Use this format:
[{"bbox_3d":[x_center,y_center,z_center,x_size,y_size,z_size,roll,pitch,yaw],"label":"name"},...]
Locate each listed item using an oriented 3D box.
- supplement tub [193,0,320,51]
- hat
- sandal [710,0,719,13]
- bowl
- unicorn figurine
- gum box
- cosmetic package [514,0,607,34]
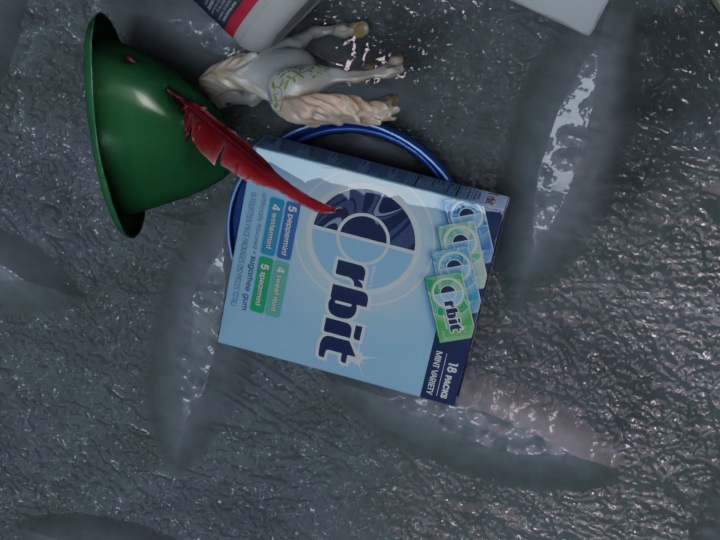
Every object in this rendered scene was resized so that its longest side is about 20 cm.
[{"bbox_3d":[-0.100,-0.272,0.975,0.200,0.140,0.140,44,112,-5],"label":"supplement tub"},{"bbox_3d":[-0.105,-0.110,1.027,0.176,0.166,0.200,-8,78,3],"label":"hat"},{"bbox_3d":[0.279,-0.263,0.937,0.080,0.057,0.201,1,109,11],"label":"sandal"},{"bbox_3d":[-0.008,-0.029,1.097,0.200,0.039,0.201,4,109,10],"label":"bowl"},{"bbox_3d":[-0.049,-0.145,1.025,0.137,0.200,0.074,-14,102,-13],"label":"unicorn figurine"},{"bbox_3d":[0.000,0.000,1.060,0.200,0.045,0.170,15,111,7],"label":"gum box"},{"bbox_3d":[0.090,-0.253,0.928,0.200,0.151,0.052,25,126,2],"label":"cosmetic package"}]
